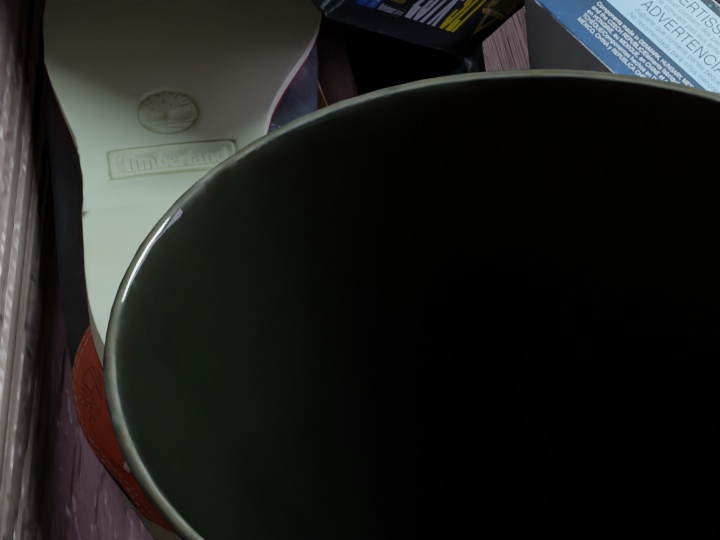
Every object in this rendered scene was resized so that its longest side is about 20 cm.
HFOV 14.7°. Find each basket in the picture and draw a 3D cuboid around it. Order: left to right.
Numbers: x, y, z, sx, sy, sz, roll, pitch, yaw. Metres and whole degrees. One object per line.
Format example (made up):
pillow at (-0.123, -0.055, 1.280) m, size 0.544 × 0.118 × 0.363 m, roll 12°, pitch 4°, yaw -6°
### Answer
basket at (0.056, 0.078, 0.579) m, size 0.136 × 0.179 × 0.201 m, roll -54°, pitch 144°, yaw -28°

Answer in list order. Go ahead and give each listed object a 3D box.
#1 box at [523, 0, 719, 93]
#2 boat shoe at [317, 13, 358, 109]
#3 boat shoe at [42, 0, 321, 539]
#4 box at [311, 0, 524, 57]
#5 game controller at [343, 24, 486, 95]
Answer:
box at (0.110, 0.005, 0.819) m, size 0.137 × 0.038 × 0.200 m, roll 45°, pitch -16°, yaw 26°
boat shoe at (-0.026, -0.024, 0.758) m, size 0.070 × 0.070 × 0.201 m, roll 55°, pitch 27°, yaw -58°
boat shoe at (-0.040, -0.019, 0.679) m, size 0.201 × 0.071 × 0.063 m, roll -97°, pitch -177°, yaw -47°
box at (-0.025, -0.130, 0.710) m, size 0.160 × 0.049 × 0.200 m, roll 49°, pitch 10°, yaw 7°
game controller at (0.000, 0.000, 0.806) m, size 0.042 × 0.104 × 0.201 m, roll 18°, pitch 49°, yaw -31°
